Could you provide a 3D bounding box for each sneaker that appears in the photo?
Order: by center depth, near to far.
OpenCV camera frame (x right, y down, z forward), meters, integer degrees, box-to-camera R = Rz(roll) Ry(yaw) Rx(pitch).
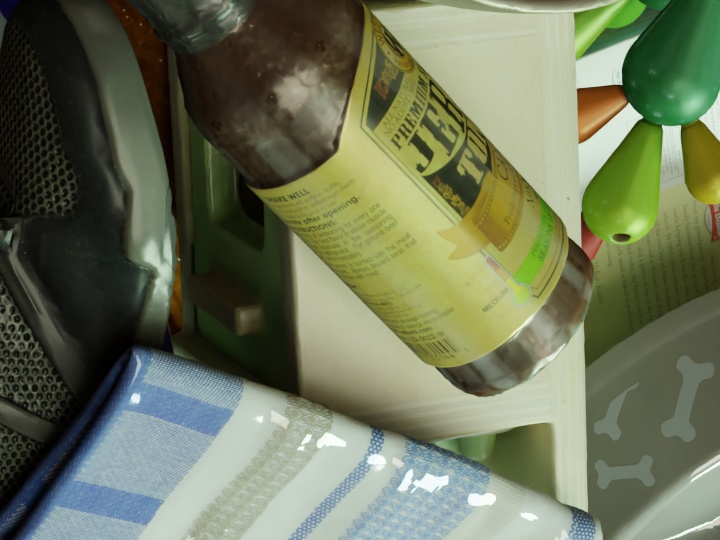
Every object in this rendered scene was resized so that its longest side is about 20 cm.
[{"bbox_3d":[-0.120,0.011,0.803,0.113,0.076,0.201,-8,126,-28],"label":"sneaker"}]

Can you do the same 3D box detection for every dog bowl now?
[{"bbox_3d":[0.148,0.085,1.050,0.199,0.059,0.201,-21,147,-15],"label":"dog bowl"}]

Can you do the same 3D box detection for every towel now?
[{"bbox_3d":[-0.030,0.107,0.854,0.199,0.024,0.147,23,115,-34],"label":"towel"}]

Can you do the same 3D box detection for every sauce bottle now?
[{"bbox_3d":[-0.008,-0.043,0.793,0.065,0.065,0.200,-44,121,3],"label":"sauce bottle"}]

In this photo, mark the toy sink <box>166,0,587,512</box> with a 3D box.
[{"bbox_3d":[0.000,0.000,0.919,0.111,0.130,0.202,-8,105,-20],"label":"toy sink"}]

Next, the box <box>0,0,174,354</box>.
[{"bbox_3d":[-0.174,0.001,0.884,0.199,0.105,0.185,-19,123,-15],"label":"box"}]

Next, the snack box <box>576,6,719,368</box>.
[{"bbox_3d":[0.121,-0.015,1.049,0.115,0.037,0.201,-21,123,-12],"label":"snack box"}]

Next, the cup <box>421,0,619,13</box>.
[{"bbox_3d":[0.011,-0.174,0.833,0.199,0.143,0.202,2,87,-34],"label":"cup"}]

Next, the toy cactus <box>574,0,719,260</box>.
[{"bbox_3d":[0.121,-0.104,0.905,0.102,0.165,0.201,27,72,-11],"label":"toy cactus"}]
